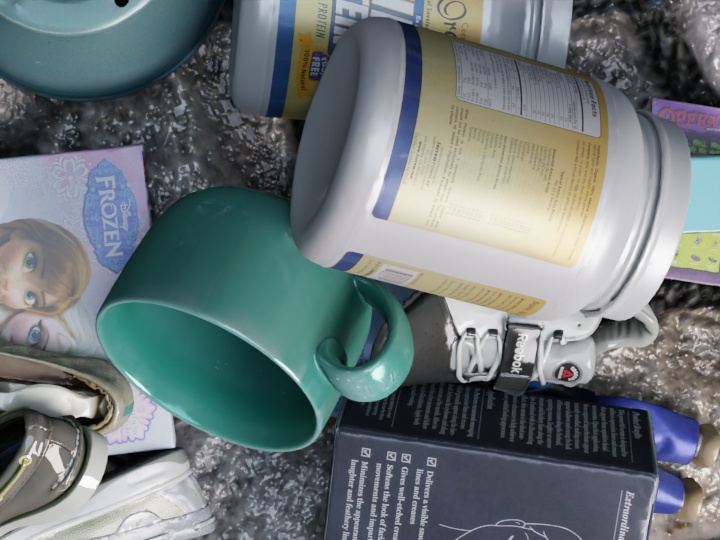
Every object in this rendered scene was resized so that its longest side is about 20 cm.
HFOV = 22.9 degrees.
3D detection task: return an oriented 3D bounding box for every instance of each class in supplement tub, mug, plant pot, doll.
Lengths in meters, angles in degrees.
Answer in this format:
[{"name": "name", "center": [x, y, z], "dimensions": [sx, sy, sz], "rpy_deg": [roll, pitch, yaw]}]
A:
[{"name": "supplement tub", "center": [0.073, -0.052, 1.017], "dimensions": [0.199, 0.144, 0.145], "rpy_deg": [14, 93, -15]}, {"name": "mug", "center": [-0.055, 0.028, 1.092], "dimensions": [0.185, 0.152, 0.115], "rpy_deg": [26, 60, 4]}, {"name": "supplement tub", "center": [0.022, -0.162, 1.111], "dimensions": [0.199, 0.145, 0.145], "rpy_deg": [3, 94, -7]}, {"name": "plant pot", "center": [-0.172, -0.204, 1.065], "dimensions": [0.199, 0.188, 0.201], "rpy_deg": [0, 94, -6]}, {"name": "doll", "center": [0.134, 0.119, 1.194], "dimensions": [0.199, 0.048, 0.137], "rpy_deg": [16, 97, -7]}]

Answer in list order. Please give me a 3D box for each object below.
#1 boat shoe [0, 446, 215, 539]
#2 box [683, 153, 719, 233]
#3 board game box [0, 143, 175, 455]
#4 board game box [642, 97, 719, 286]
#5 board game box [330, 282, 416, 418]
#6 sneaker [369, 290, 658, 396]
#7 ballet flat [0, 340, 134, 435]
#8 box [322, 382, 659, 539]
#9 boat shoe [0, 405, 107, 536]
[{"name": "boat shoe", "center": [-0.194, 0.183, 1.152], "dimensions": [0.201, 0.074, 0.065], "rpy_deg": [-27, 93, -11]}, {"name": "box", "center": [0.156, -0.047, 1.143], "dimensions": [0.199, 0.082, 0.049], "rpy_deg": [-2, 94, -2]}, {"name": "board game box", "center": [-0.228, 0.026, 1.150], "dimensions": [0.199, 0.041, 0.201], "rpy_deg": [-7, 96, -6]}, {"name": "board game box", "center": [0.282, -0.044, 1.209], "dimensions": [0.199, 0.032, 0.121], "rpy_deg": [8, 96, -7]}, {"name": "board game box", "center": [0.000, 0.000, 1.185], "dimensions": [0.103, 0.019, 0.201], "rpy_deg": [10, 93, -9]}, {"name": "sneaker", "center": [0.103, 0.040, 1.129], "dimensions": [0.199, 0.089, 0.074], "rpy_deg": [-18, 135, -25]}, {"name": "ballet flat", "center": [-0.240, 0.069, 1.099], "dimensions": [0.199, 0.062, 0.068], "rpy_deg": [4, 96, -7]}, {"name": "box", "center": [0.079, 0.160, 1.130], "dimensions": [0.199, 0.107, 0.149], "rpy_deg": [9, 109, 4]}, {"name": "boat shoe", "center": [-0.244, 0.137, 1.088], "dimensions": [0.201, 0.072, 0.060], "rpy_deg": [-28, 135, 29]}]
